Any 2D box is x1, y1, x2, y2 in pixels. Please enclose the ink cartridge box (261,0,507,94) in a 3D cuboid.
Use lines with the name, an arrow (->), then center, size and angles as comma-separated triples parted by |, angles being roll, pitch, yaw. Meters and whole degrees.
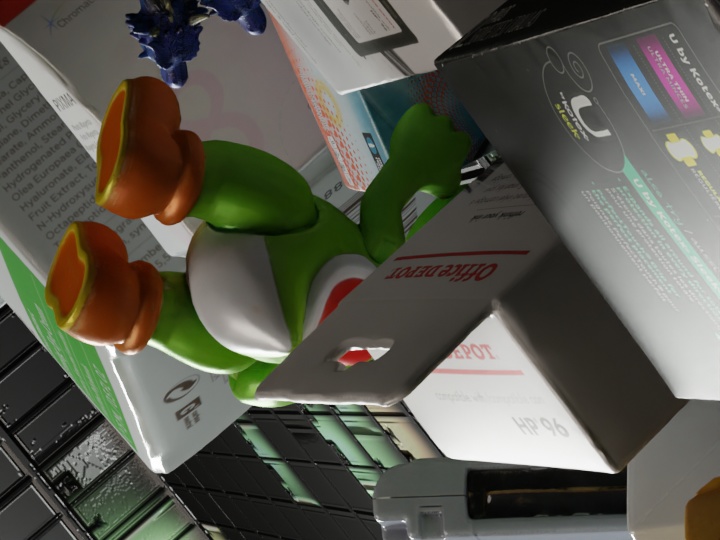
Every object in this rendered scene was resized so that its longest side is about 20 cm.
ink cartridge box -> 0.041, -0.123, 0.922 | 0.068, 0.116, 0.200 | 51, 167, -10

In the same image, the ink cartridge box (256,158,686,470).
ink cartridge box -> 0.074, -0.001, 0.905 | 0.068, 0.200, 0.116 | 53, 160, -14

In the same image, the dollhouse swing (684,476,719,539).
dollhouse swing -> 0.097, 0.191, 0.900 | 0.181, 0.201, 0.176 | -29, 130, 34

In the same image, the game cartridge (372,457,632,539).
game cartridge -> 0.113, 0.102, 1.187 | 0.133, 0.199, 0.042 | 44, -136, -76

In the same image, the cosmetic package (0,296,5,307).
cosmetic package -> -0.191, -0.123, 1.521 | 0.200, 0.199, 0.123 | 56, 166, -28

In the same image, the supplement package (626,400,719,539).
supplement package -> 0.174, 0.099, 1.025 | 0.200, 0.113, 0.110 | 62, -155, -45

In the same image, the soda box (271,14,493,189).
soda box -> -0.007, -0.131, 1.064 | 0.201, 0.063, 0.068 | 65, 164, -13

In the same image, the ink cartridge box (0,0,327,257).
ink cartridge box -> -0.076, -0.131, 1.184 | 0.200, 0.162, 0.057 | 53, 156, -14

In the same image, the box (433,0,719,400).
box -> 0.133, -0.056, 0.723 | 0.125, 0.148, 0.200 | 53, 167, -8

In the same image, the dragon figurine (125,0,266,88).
dragon figurine -> -0.089, -0.164, 1.015 | 0.099, 0.059, 0.201 | 40, 154, 54

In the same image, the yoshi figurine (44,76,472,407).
yoshi figurine -> -0.003, -0.003, 1.008 | 0.199, 0.113, 0.112 | 16, 159, -15

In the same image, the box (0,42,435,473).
box -> -0.086, -0.048, 1.379 | 0.171, 0.200, 0.199 | 47, 168, 18
